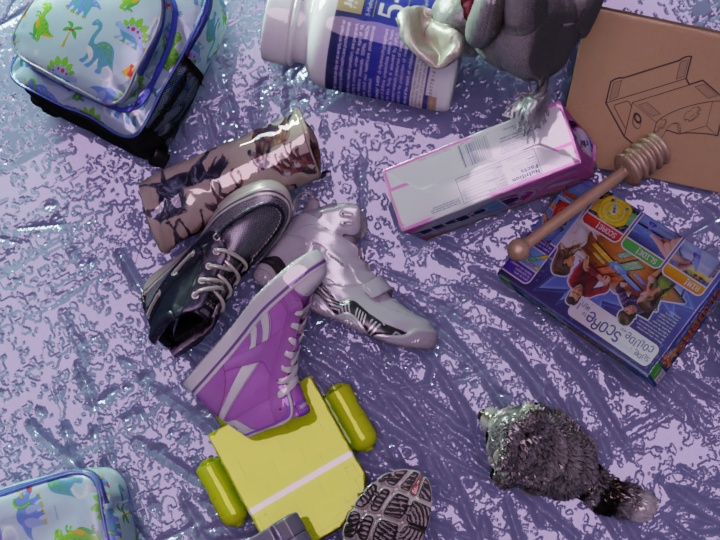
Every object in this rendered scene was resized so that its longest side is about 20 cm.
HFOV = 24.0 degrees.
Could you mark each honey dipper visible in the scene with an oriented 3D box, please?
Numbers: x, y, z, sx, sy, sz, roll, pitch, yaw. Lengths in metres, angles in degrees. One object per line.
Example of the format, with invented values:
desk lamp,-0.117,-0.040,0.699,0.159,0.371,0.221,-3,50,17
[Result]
honey dipper,0.222,-0.070,1.664,0.199,0.038,0.038,-35,83,-19

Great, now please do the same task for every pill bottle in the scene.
pill bottle,0.005,-0.237,1.710,0.198,0.120,0.121,12,84,3

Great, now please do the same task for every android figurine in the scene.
android figurine,-0.071,0.192,1.707,0.181,0.041,0.201,-31,81,-2

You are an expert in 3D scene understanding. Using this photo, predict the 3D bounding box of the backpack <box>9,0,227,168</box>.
backpack,-0.237,-0.239,1.699,0.182,0.147,0.201,27,81,16

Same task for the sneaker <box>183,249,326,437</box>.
sneaker,-0.072,0.078,1.656,0.114,0.073,0.201,42,114,5

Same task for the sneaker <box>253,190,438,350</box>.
sneaker,0.000,0.000,1.707,0.199,0.075,0.116,24,88,8

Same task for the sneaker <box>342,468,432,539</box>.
sneaker,0.010,0.281,1.670,0.077,0.085,0.201,25,97,1

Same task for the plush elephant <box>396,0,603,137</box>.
plush elephant,0.132,-0.247,1.586,0.154,0.164,0.201,33,121,36

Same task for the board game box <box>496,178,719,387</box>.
board game box,0.251,0.006,1.674,0.200,0.034,0.136,37,86,33

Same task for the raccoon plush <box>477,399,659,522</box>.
raccoon plush,0.207,0.181,1.649,0.198,0.134,0.098,13,83,4

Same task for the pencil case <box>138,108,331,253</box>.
pencil case,-0.133,-0.090,1.718,0.199,0.089,0.078,-25,72,2

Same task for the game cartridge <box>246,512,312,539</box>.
game cartridge,-0.107,0.336,1.657,0.199,0.038,0.130,-33,87,28

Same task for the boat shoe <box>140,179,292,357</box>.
boat shoe,-0.138,0.003,1.673,0.074,0.093,0.200,32,116,-30

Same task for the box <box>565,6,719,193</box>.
box,0.308,-0.169,1.703,0.198,0.021,0.165,12,114,3

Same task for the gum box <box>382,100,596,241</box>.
gum box,0.133,-0.097,1.673,0.199,0.113,0.067,-20,81,12

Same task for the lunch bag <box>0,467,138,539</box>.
lunch bag,-0.298,0.304,1.679,0.160,0.082,0.202,-14,83,14
